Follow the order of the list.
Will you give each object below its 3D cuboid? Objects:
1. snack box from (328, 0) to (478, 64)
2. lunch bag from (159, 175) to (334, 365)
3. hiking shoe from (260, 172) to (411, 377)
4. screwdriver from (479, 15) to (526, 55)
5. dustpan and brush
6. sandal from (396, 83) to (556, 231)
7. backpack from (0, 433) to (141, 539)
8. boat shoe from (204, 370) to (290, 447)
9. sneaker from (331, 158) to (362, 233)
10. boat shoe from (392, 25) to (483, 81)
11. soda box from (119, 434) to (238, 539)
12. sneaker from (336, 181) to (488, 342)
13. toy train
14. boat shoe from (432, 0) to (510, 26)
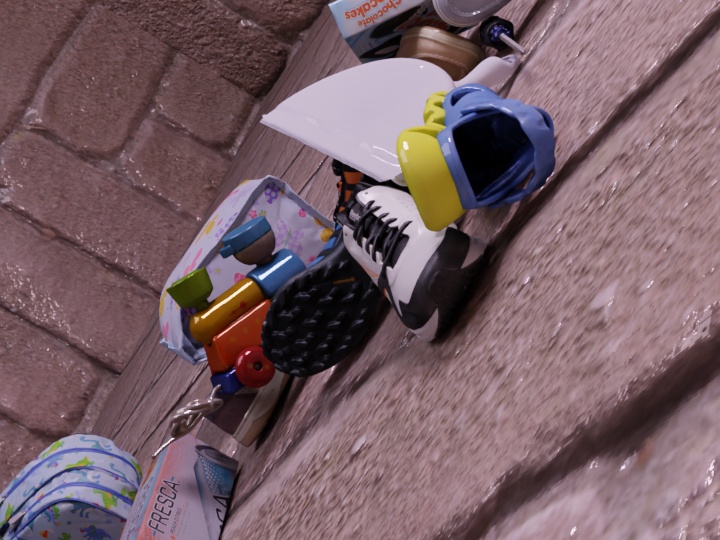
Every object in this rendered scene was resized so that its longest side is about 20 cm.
[{"bbox_3d":[0.043,-0.227,1.280,0.116,0.037,0.200,-25,-4,6],"label":"snack box"},{"bbox_3d":[-0.125,0.011,1.487,0.200,0.127,0.170,-51,11,-8],"label":"lunch bag"},{"bbox_3d":[0.000,0.000,1.094,0.200,0.074,0.087,-53,-8,23],"label":"hiking shoe"},{"bbox_3d":[0.114,-0.183,1.116,0.200,0.028,0.029,-108,40,-80],"label":"screwdriver"},{"bbox_3d":[0.045,-0.121,1.046,0.200,0.140,0.057,-40,-43,-24],"label":"dustpan and brush"},{"bbox_3d":[0.082,-0.077,0.897,0.087,0.080,0.200,-18,15,14],"label":"sandal"},{"bbox_3d":[-0.330,0.281,1.639,0.200,0.163,0.154,-52,21,7],"label":"backpack"},{"bbox_3d":[-0.092,0.071,1.305,0.072,0.065,0.200,-50,14,42],"label":"boat shoe"},{"bbox_3d":[0.005,-0.081,1.193,0.200,0.090,0.070,-53,12,32],"label":"sneaker"},{"bbox_3d":[0.054,-0.163,1.269,0.200,0.072,0.065,159,130,-76],"label":"boat shoe"},{"bbox_3d":[-0.157,0.218,1.189,0.064,0.068,0.200,-55,12,25],"label":"soda box"},{"bbox_3d":[0.025,-0.011,0.928,0.074,0.080,0.200,-57,11,3],"label":"sneaker"},{"bbox_3d":[-0.123,0.050,1.194,0.200,0.116,0.085,-36,7,-22],"label":"toy train"},{"bbox_3d":[0.131,-0.266,1.125,0.201,0.070,0.072,-45,16,19],"label":"boat shoe"}]
